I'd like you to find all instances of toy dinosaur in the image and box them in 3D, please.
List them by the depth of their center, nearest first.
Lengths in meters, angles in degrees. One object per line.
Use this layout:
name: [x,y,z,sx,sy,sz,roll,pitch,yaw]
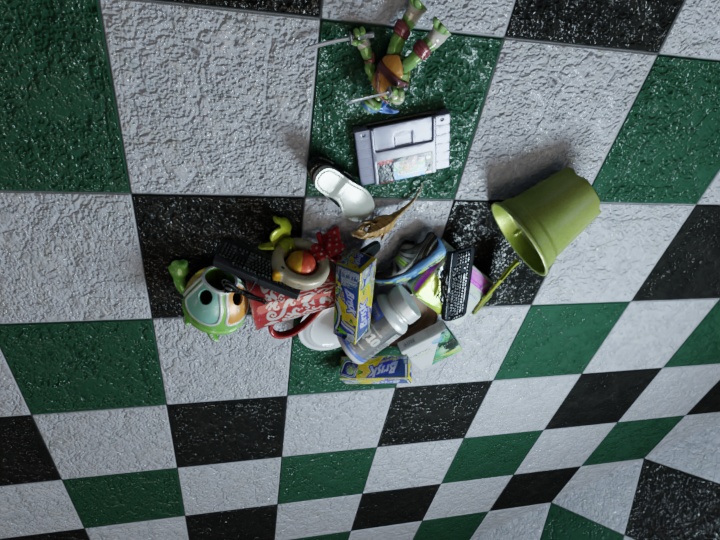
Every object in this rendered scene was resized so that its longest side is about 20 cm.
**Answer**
toy dinosaur: [0.060,-0.108,1.149,0.199,0.106,0.061,-37,97,-26]

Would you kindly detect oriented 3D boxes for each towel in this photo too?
towel: [0.343,0.047,1.329,0.086,0.018,0.201,-46,167,-26]

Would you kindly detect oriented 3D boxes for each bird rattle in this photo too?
bird rattle: [-0.123,-0.024,1.125,0.196,0.166,0.113,20,137,-21]

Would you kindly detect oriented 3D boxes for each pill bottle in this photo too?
pill bottle: [0.046,0.131,1.287,0.199,0.115,0.113,-38,130,15]

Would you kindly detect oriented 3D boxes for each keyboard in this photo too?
keyboard: [-0.221,0.012,1.113,0.196,0.129,0.021,21,146,-5]
keyboard: [0.231,0.045,1.249,0.102,0.040,0.204,-14,123,-20]

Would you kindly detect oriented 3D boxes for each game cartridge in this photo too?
game cartridge: [0.087,-0.248,1.060,0.195,0.039,0.132,-13,129,-3]

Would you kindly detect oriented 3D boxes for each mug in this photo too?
mug: [-0.158,0.060,1.222,0.195,0.136,0.179,-13,152,-9]

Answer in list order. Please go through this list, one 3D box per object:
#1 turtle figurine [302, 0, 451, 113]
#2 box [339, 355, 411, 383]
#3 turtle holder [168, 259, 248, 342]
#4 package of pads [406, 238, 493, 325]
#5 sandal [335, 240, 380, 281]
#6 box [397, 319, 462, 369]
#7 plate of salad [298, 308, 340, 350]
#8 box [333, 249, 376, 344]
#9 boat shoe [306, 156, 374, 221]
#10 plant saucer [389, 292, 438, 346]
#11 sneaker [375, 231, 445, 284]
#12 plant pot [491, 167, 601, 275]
turtle figurine: [0.044,-0.359,0.870,0.198,0.145,0.194,26,117,-37]
box: [0.044,0.279,1.454,0.195,0.066,0.070,-4,155,14]
turtle holder: [-0.329,0.047,1.154,0.139,0.187,0.133,-19,149,-35]
package of pads: [0.226,0.038,1.310,0.198,0.068,0.155,32,102,-35]
sandal: [0.000,0.000,1.217,0.074,0.048,0.201,-23,160,-39]
box: [0.201,0.217,1.478,0.142,0.037,0.200,-28,149,11]
plate of salad: [-0.070,0.132,1.353,0.196,0.048,0.203,-15,136,-15]
box: [-0.014,0.061,1.159,0.063,0.070,0.203,23,130,23]
boat shoe: [-0.041,-0.168,1.078,0.074,0.061,0.199,-46,142,13]
plant saucer: [0.112,0.127,1.405,0.195,0.037,0.203,-7,133,-8]
sneaker: [0.112,-0.026,1.245,0.198,0.084,0.070,-32,162,28]
plant pot: [0.427,-0.125,1.172,0.183,0.201,0.201,-37,132,4]
